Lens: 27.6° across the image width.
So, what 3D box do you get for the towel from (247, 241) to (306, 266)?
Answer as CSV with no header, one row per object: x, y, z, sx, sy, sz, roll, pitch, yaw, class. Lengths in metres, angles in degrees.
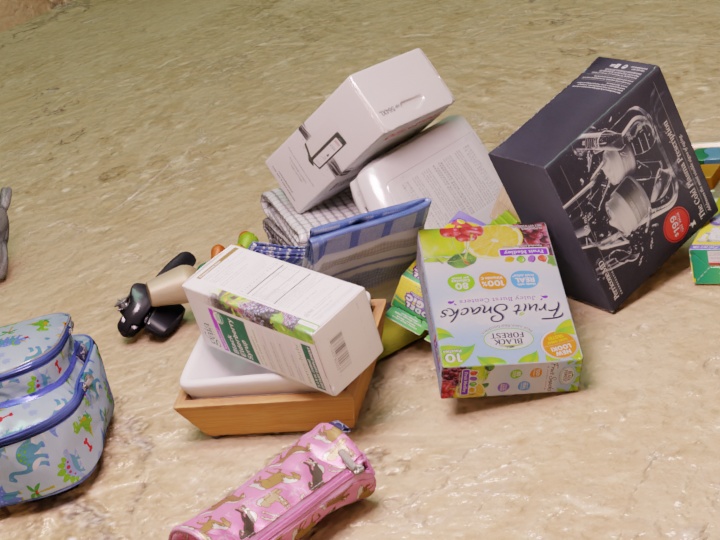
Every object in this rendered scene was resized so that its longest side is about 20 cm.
-0.067,0.012,1.625,0.198,0.024,0.145,2,-33,-36,towel

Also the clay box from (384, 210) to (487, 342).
0.115,0.016,1.616,0.114,0.048,0.200,28,35,11,clay box

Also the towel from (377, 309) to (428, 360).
0.012,0.080,1.632,0.199,0.018,0.086,-26,31,-29,towel

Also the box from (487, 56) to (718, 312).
0.267,-0.095,1.597,0.182,0.201,0.104,-41,30,-16,box

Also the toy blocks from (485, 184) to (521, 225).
0.242,-0.106,1.700,0.198,0.138,0.100,-1,34,-37,toy blocks

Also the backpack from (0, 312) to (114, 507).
-0.357,0.145,1.516,0.181,0.149,0.201,-15,25,2,backpack

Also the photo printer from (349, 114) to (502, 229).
0.089,-0.080,1.772,0.199,0.167,0.069,-33,-2,-38,photo printer

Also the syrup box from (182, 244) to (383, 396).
-0.079,0.046,1.453,0.199,0.079,0.081,17,46,42,syrup box

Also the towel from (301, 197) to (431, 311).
0.000,0.000,1.583,0.145,0.201,0.024,-17,61,-18,towel

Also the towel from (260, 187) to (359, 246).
-0.025,-0.055,1.874,0.164,0.087,0.200,-13,25,-17,towel

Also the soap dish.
-0.077,0.099,1.524,0.197,0.082,0.158,-5,35,19,soap dish

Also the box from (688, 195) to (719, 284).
0.449,-0.048,1.641,0.116,0.049,0.200,0,24,28,box

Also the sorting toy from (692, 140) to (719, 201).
0.389,-0.122,1.855,0.183,0.037,0.200,-1,26,27,sorting toy

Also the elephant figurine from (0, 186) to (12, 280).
-0.605,-0.028,2.098,0.198,0.143,0.155,-20,-12,27,elephant figurine

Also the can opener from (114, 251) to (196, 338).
-0.254,0.032,1.850,0.063,0.078,0.200,-47,8,22,can opener

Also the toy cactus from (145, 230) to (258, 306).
-0.176,0.015,1.778,0.163,0.104,0.200,-16,15,-13,toy cactus

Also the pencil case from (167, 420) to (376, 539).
-0.076,0.212,1.289,0.083,0.087,0.199,40,50,24,pencil case

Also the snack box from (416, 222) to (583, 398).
0.138,0.037,1.496,0.140,0.053,0.201,-4,44,-3,snack box

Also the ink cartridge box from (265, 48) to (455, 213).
-0.001,-0.171,1.791,0.145,0.085,0.200,-29,-8,-45,ink cartridge box
